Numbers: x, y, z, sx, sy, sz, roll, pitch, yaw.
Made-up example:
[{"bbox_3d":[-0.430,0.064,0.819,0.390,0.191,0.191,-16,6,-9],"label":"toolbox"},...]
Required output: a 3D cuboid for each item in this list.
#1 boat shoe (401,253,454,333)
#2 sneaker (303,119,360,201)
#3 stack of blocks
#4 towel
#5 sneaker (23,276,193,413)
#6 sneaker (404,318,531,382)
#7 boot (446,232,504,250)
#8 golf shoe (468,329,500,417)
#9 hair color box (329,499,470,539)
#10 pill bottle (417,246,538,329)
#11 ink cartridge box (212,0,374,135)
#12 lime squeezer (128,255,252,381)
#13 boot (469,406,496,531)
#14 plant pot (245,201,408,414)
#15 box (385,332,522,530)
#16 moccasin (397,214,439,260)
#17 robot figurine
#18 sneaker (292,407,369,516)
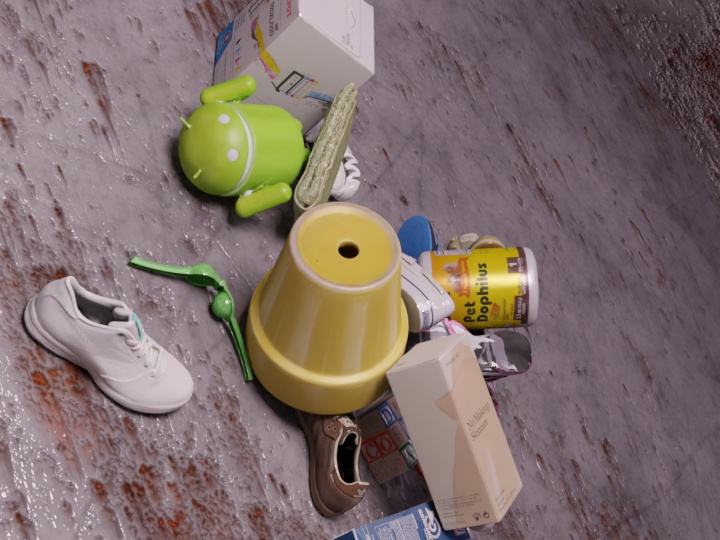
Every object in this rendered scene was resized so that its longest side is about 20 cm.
[{"bbox_3d":[0.050,0.012,1.299,0.064,0.075,0.200,-16,42,-26],"label":"boat shoe"},{"bbox_3d":[-0.062,-0.201,1.485,0.080,0.075,0.203,3,60,-39],"label":"sneaker"},{"bbox_3d":[0.078,0.209,1.336,0.116,0.058,0.199,59,34,3],"label":"stack of blocks"},{"bbox_3d":[-0.050,-0.143,1.355,0.036,0.149,0.203,18,68,2],"label":"towel"},{"bbox_3d":[-0.242,0.076,1.023,0.199,0.088,0.076,36,38,-28],"label":"sneaker"},{"bbox_3d":[0.132,0.124,1.354,0.196,0.086,0.082,13,59,-21],"label":"sneaker"},{"bbox_3d":[0.169,-0.010,1.518,0.071,0.202,0.156,14,43,-4],"label":"boot"},{"bbox_3d":[0.156,0.135,1.465,0.092,0.071,0.205,-22,101,-82],"label":"golf shoe"},{"bbox_3d":[0.031,0.321,1.153,0.198,0.099,0.062,-3,65,-51],"label":"hair color box"},{"bbox_3d":[0.142,0.027,1.376,0.109,0.195,0.112,-3,90,-88],"label":"pill bottle"},{"bbox_3d":[-0.094,-0.308,1.411,0.143,0.199,0.149,29,42,-33],"label":"ink cartridge box"},{"bbox_3d":[-0.179,0.037,1.177,0.200,0.037,0.071,48,36,-15],"label":"lime squeezer"},{"bbox_3d":[0.157,0.236,1.294,0.089,0.072,0.204,11,54,-40],"label":"boot"},{"bbox_3d":[-0.030,0.033,1.164,0.196,0.191,0.204,7,50,-8],"label":"plant pot"},{"bbox_3d":[0.111,0.186,1.163,0.095,0.077,0.204,-34,105,-57],"label":"box"},{"bbox_3d":[0.087,0.020,1.496,0.068,0.079,0.204,31,57,-52],"label":"moccasin"},{"bbox_3d":[-0.153,-0.157,1.292,0.198,0.114,0.179,-7,77,-52],"label":"robot figurine"},{"bbox_3d":[-0.029,0.189,1.206,0.070,0.075,0.204,14,53,-44],"label":"sneaker"}]
